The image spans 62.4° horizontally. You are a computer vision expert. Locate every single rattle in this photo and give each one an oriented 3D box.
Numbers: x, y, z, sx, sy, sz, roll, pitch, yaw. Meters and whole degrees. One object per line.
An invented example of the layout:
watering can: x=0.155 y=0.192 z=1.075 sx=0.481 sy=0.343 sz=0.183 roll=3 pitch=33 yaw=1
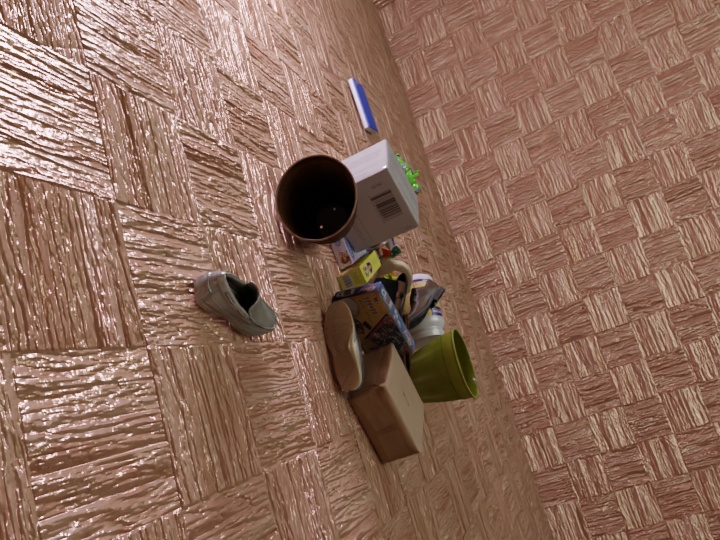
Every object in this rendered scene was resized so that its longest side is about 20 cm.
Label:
rattle: x=0.088 y=-0.028 z=1.772 sx=0.145 sy=0.126 sz=0.204 roll=-74 pitch=150 yaw=-49

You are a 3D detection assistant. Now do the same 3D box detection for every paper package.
paper package: x=0.067 y=0.311 z=1.403 sx=0.204 sy=0.101 sz=0.192 roll=63 pitch=19 yaw=-18

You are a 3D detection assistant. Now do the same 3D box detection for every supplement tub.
supplement tub: x=0.186 y=0.132 z=1.886 sx=0.145 sy=0.142 sz=0.206 roll=35 pitch=37 yaw=-60

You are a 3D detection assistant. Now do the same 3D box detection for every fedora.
fedora: x=0.057 y=0.094 z=1.590 sx=0.089 sy=0.205 sz=0.203 roll=19 pitch=31 yaw=-5

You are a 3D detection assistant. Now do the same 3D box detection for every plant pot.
plant pot: x=-0.081 y=-0.139 z=1.368 sx=0.200 sy=0.181 sz=0.193 roll=48 pitch=24 yaw=-76
plant pot: x=0.219 y=0.297 z=1.726 sx=0.202 sy=0.188 sz=0.204 roll=56 pitch=22 yaw=-36

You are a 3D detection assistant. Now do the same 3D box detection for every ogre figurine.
ogre figurine: x=0.217 y=-0.428 z=2.682 sx=0.120 sy=0.095 sz=0.206 roll=-95 pitch=170 yaw=-71

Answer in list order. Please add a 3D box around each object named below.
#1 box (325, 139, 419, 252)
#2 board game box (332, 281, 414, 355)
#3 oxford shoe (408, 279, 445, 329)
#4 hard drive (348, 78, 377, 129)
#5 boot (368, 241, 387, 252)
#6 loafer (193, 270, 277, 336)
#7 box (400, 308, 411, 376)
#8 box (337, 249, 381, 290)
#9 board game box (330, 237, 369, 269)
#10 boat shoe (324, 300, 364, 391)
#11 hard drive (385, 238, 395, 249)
box: x=0.027 y=-0.189 z=1.537 sx=0.201 sy=0.195 sz=0.133 roll=54 pitch=24 yaw=-35
board game box: x=0.034 y=0.127 z=1.445 sx=0.203 sy=0.132 sz=0.035 roll=60 pitch=34 yaw=-27
oxford shoe: x=0.170 y=0.102 z=1.779 sx=0.084 sy=0.074 sz=0.200 roll=37 pitch=51 yaw=11
hard drive: x=0.012 y=-0.664 z=2.410 sx=0.206 sy=0.025 sz=0.131 roll=71 pitch=18 yaw=4
boot: x=0.013 y=-0.150 z=1.762 sx=0.153 sy=0.072 sz=0.201 roll=60 pitch=6 yaw=-23
loafer: x=-0.188 y=0.055 z=0.967 sx=0.199 sy=0.068 sz=0.072 roll=39 pitch=34 yaw=-58
box: x=0.114 y=0.182 z=1.646 sx=0.200 sy=0.020 sz=0.170 roll=-118 pitch=-157 yaw=-82
box: x=0.000 y=0.000 z=1.592 sx=0.051 sy=0.074 sz=0.200 roll=63 pitch=19 yaw=-8
board game box: x=-0.050 y=-0.124 z=1.626 sx=0.205 sy=0.040 sz=0.199 roll=68 pitch=18 yaw=-7
boat shoe: x=-0.033 y=0.170 z=1.319 sx=0.065 sy=0.070 sz=0.206 roll=59 pitch=15 yaw=-64
hard drive: x=0.063 y=-0.148 z=1.888 sx=0.134 sy=0.025 sz=0.201 roll=59 pitch=-2 yaw=26
